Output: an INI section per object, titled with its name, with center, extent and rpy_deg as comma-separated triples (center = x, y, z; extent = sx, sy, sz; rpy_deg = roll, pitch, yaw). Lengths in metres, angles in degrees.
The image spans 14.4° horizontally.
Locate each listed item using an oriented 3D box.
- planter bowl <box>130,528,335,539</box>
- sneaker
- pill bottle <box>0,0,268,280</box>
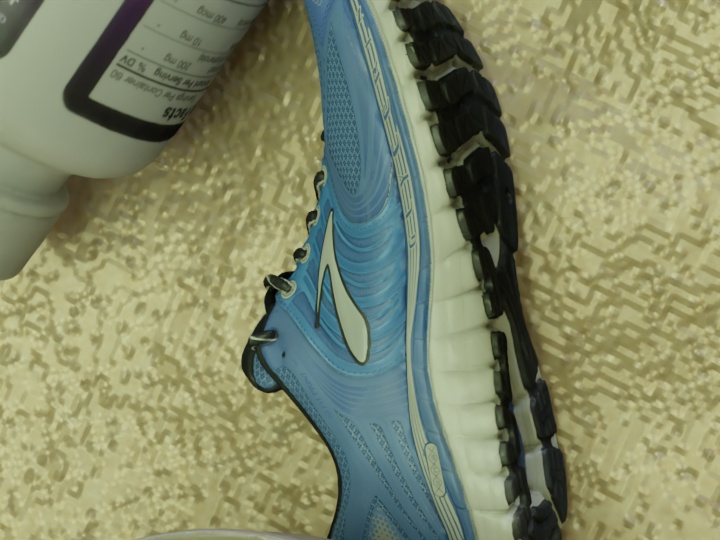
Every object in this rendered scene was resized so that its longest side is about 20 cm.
[planter bowl]
center = -0.015, 0.168, 0.828
extent = 0.199, 0.135, 0.202
rpy_deg = 1, 92, 20
[sneaker]
center = 0.000, 0.000, 0.854
extent = 0.089, 0.078, 0.201
rpy_deg = -10, 87, 18
[pill bottle]
center = -0.083, -0.100, 0.868
extent = 0.111, 0.111, 0.200
rpy_deg = 41, 105, 16
